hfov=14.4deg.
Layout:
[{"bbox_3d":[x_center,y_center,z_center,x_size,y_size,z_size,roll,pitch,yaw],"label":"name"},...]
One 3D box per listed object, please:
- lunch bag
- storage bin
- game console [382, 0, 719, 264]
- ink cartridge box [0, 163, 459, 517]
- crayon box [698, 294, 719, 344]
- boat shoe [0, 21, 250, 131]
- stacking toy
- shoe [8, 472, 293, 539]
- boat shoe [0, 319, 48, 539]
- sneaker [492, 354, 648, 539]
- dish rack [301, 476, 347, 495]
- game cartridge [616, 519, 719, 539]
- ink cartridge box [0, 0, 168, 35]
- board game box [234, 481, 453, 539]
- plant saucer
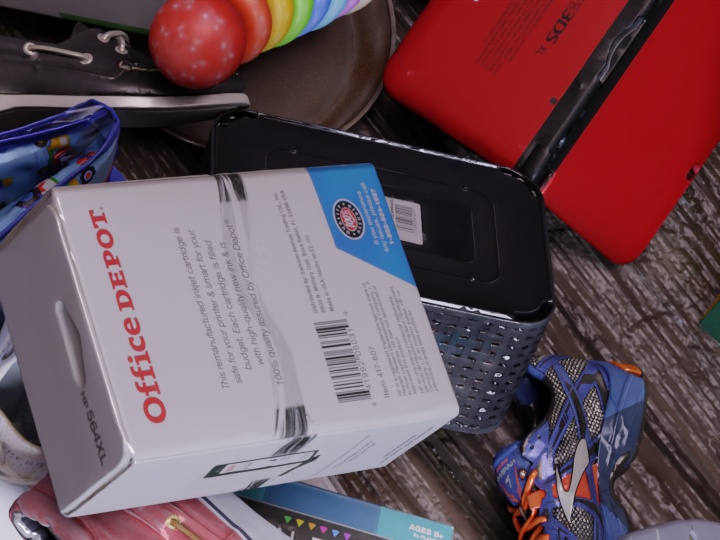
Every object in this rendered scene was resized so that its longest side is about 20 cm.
[{"bbox_3d":[-0.203,-0.004,1.545,0.200,0.151,0.094,-32,68,-29],"label":"lunch bag"},{"bbox_3d":[0.000,0.000,1.622,0.200,0.094,0.135,11,40,-12],"label":"storage bin"},{"bbox_3d":[0.141,-0.136,1.730,0.172,0.119,0.200,34,87,17],"label":"game console"},{"bbox_3d":[-0.070,0.032,1.436,0.200,0.084,0.146,-6,69,-35],"label":"ink cartridge box"},{"bbox_3d":[0.309,-0.047,1.723,0.058,0.173,0.200,42,60,5],"label":"crayon box"},{"bbox_3d":[-0.164,-0.113,1.639,0.200,0.074,0.060,-1,82,6],"label":"boat shoe"},{"bbox_3d":[-0.061,-0.158,1.635,0.085,0.085,0.200,42,36,5],"label":"stacking toy"},{"bbox_3d":[-0.085,0.162,1.455,0.200,0.071,0.091,43,64,11],"label":"shoe"},{"bbox_3d":[-0.178,0.084,1.502,0.071,0.069,0.200,16,106,-13],"label":"boat shoe"},{"bbox_3d":[0.109,0.133,1.629,0.078,0.075,0.200,20,51,-14],"label":"sneaker"},{"bbox_3d":[-0.080,0.145,1.580,0.172,0.044,0.200,-28,77,-28],"label":"dish rack"},{"bbox_3d":[0.208,0.209,1.585,0.200,0.041,0.133,26,54,-51],"label":"game cartridge"},{"bbox_3d":[-0.138,-0.242,1.685,0.145,0.084,0.200,12,50,17],"label":"ink cartridge box"},{"bbox_3d":[-0.043,0.211,1.508,0.151,0.047,0.200,17,62,-10],"label":"board game box"},{"bbox_3d":[-0.078,-0.152,1.732,0.200,0.032,0.200,7,63,-14],"label":"plant saucer"}]
